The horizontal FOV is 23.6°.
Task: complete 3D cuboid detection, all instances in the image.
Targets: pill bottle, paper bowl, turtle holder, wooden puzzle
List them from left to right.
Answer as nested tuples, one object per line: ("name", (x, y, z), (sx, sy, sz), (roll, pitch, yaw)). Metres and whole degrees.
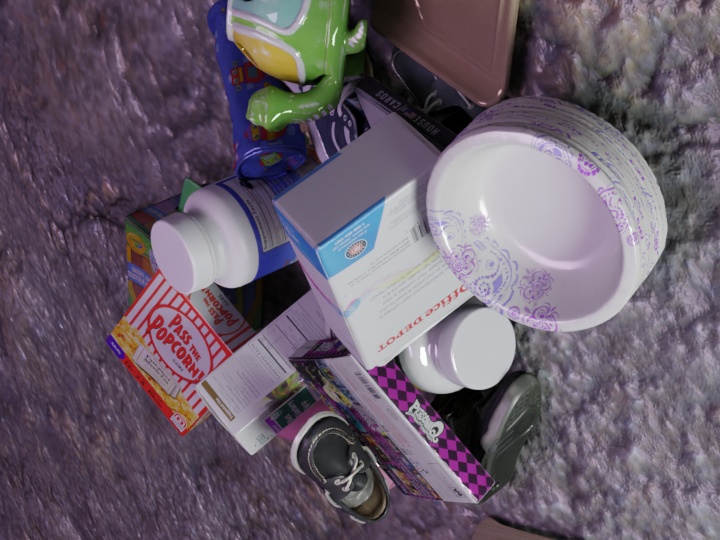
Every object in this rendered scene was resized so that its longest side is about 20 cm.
("pill bottle", (-0.115, -0.048, 1.815), (0.112, 0.200, 0.112), (36, 140, 39))
("turtle holder", (-0.058, -0.230, 1.623), (0.141, 0.132, 0.186), (-87, 3, -74))
("pill bottle", (0.062, 0.064, 1.744), (0.200, 0.111, 0.111), (10, 120, 54))
("wooden puzzle", (0.083, -0.273, 1.550), (0.185, 0.037, 0.200), (40, 137, 36))
("paper bowl", (0.165, -0.056, 1.476), (0.201, 0.104, 0.201), (21, 134, 24))

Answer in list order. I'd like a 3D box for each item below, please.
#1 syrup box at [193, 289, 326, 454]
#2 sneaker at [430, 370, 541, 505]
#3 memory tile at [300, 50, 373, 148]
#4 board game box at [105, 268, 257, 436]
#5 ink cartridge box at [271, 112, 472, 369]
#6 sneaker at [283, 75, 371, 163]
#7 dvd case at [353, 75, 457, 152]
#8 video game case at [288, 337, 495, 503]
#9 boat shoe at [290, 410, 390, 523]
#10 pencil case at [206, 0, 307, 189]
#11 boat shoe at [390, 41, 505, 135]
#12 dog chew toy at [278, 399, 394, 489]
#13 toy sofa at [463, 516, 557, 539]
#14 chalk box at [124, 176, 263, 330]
("syrup box", (-0.074, 0.102, 1.876), (0.081, 0.200, 0.079), (47, 174, 25))
("sneaker", (0.116, 0.148, 1.756), (0.114, 0.076, 0.199), (45, 150, 19))
("memory tile", (-0.028, -0.154, 1.818), (0.153, 0.017, 0.200), (25, 131, 47))
("board game box", (-0.204, 0.086, 2.004), (0.152, 0.046, 0.200), (50, 141, 6))
("ink cartridge box", (0.020, -0.023, 1.588), (0.085, 0.144, 0.200), (45, 166, 38))
("sneaker", (-0.026, -0.188, 1.703), (0.108, 0.070, 0.200), (0, 119, 62))
("dvd case", (0.073, -0.080, 1.635), (0.150, 0.025, 0.200), (39, 162, 41))
("video game case", (0.028, 0.151, 1.753), (0.200, 0.036, 0.181), (50, 160, -11))
("boat shoe", (-0.017, 0.211, 1.805), (0.060, 0.074, 0.200), (37, 164, 29))
("pencil case", (-0.106, -0.186, 1.783), (0.087, 0.078, 0.200), (63, -165, -67))
("boat shoe", (0.086, -0.150, 1.601), (0.200, 0.062, 0.073), (46, 144, 29))
("dog chew toy", (-0.028, 0.170, 1.958), (0.200, 0.125, 0.125), (45, 145, 16))
("toy sofa", (0.180, 0.332, 1.804), (0.083, 0.098, 0.200), (50, 156, -25))
("chalk box", (-0.199, -0.014, 2.073), (0.124, 0.124, 0.200), (38, 140, 37))
